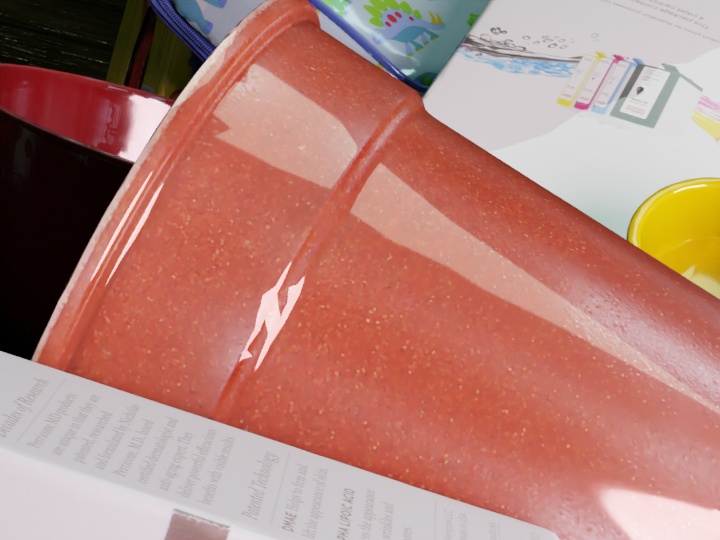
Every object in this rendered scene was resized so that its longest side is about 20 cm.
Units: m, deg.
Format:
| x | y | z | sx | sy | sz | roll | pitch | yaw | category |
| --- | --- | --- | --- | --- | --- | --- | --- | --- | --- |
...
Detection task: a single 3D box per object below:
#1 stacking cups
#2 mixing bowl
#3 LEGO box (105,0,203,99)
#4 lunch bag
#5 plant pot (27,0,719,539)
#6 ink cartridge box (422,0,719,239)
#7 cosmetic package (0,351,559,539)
| x | y | z | sx | sy | sz | roll | pitch | yaw | category |
| --- | --- | --- | --- | --- | --- | --- | --- | --- | --- |
| 0.123 | 0.054 | 0.650 | 0.060 | 0.201 | 0.061 | -2 | 50 | 2 | stacking cups |
| -0.097 | -0.012 | 0.785 | 0.199 | 0.109 | 0.200 | 18 | 11 | -4 | mixing bowl |
| -0.064 | -0.099 | 0.997 | 0.148 | 0.201 | 0.077 | 10 | 10 | -33 | LEGO box |
| -0.003 | -0.141 | 0.860 | 0.161 | 0.083 | 0.200 | 41 | 35 | 2 | lunch bag |
| 0.021 | 0.050 | 0.530 | 0.194 | 0.202 | 0.201 | 28 | 13 | 6 | plant pot |
| 0.101 | -0.027 | 0.767 | 0.144 | 0.148 | 0.200 | 22 | 46 | 12 | ink cartridge box |
| -0.056 | 0.088 | 0.417 | 0.199 | 0.102 | 0.074 | 17 | 12 | -2 | cosmetic package |
